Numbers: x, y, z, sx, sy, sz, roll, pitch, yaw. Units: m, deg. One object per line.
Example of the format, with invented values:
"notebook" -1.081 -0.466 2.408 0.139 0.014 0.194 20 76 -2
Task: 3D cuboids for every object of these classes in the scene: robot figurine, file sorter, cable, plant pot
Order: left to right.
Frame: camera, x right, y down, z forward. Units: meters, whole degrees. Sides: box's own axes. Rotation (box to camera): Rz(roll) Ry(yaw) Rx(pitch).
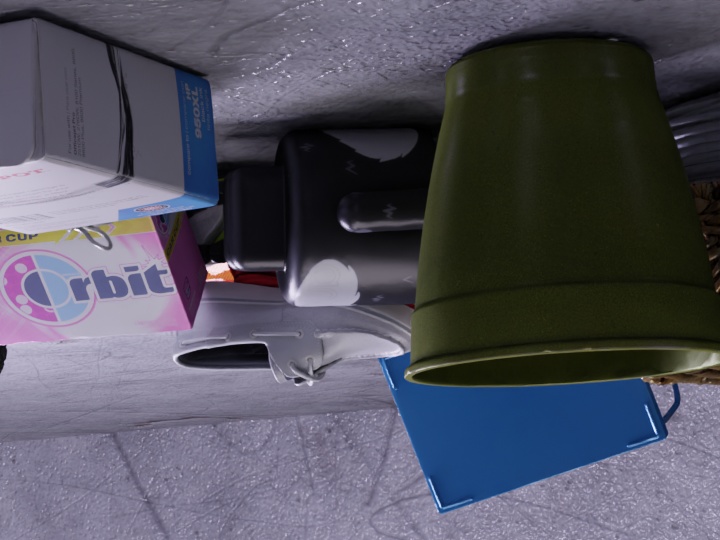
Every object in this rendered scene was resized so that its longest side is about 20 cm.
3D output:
"robot figurine" 0.006 -0.039 1.541 0.199 0.151 0.125 -1 129 -9
"file sorter" 0.143 0.090 1.806 0.199 0.139 0.123 -21 -178 20
"plant pot" 0.121 -0.035 1.360 0.199 0.194 0.200 -3 172 0
"cable" 0.295 -0.081 1.534 0.199 0.070 0.200 -10 169 36

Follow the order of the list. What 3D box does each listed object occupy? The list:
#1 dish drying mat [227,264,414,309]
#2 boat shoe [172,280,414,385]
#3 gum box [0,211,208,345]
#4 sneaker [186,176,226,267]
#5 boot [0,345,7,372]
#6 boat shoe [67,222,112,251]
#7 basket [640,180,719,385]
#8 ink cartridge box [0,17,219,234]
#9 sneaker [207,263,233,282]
"dish drying mat" 0.002 0.024 1.633 0.199 0.018 0.077 8 153 16
"boat shoe" -0.048 0.050 1.615 0.199 0.069 0.072 6 154 21
"gum box" -0.224 -0.012 1.617 0.199 0.066 0.114 -5 129 15
"sneaker" -0.148 -0.023 1.698 0.199 0.074 0.081 -15 -172 19
"boot" -0.369 0.015 1.713 0.130 0.068 0.200 -10 127 39
"boat shoe" -0.182 -0.055 1.472 0.201 0.087 0.074 -10 169 36
"basket" 0.256 -0.018 1.507 0.199 0.149 0.143 6 136 -44
"ink cartridge box" -0.194 -0.080 1.309 0.144 0.085 0.200 -8 171 24
"sneaker" -0.149 -0.008 1.795 0.077 0.073 0.200 -22 -176 -39
